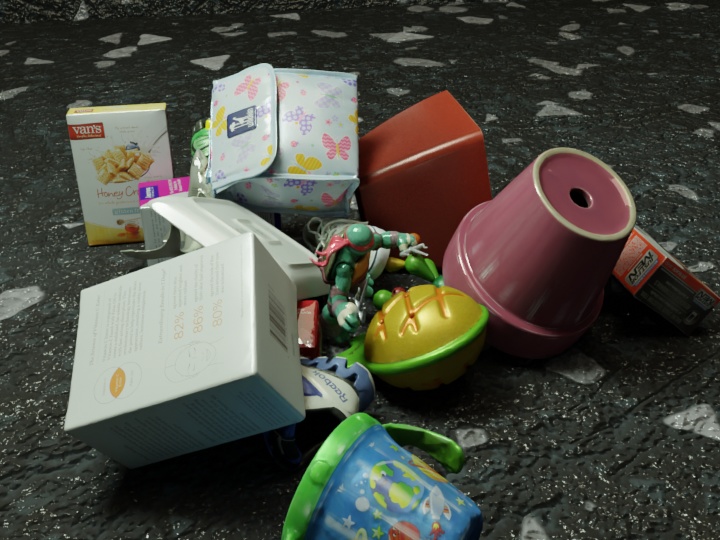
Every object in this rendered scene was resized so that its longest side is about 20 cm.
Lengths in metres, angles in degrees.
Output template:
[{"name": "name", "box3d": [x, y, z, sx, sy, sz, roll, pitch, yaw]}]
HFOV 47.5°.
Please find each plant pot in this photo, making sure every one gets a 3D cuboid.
[{"name": "plant pot", "box3d": [0.214, -0.031, 0.938, 0.195, 0.180, 0.204, 11, 51, -14]}, {"name": "plant pot", "box3d": [0.080, -0.114, 1.173, 0.172, 0.204, 0.201, -15, 29, -3]}]

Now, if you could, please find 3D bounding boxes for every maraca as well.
[{"name": "maraca", "box3d": [0.053, 0.078, 0.910, 0.197, 0.109, 0.137, -14, 14, 38]}]

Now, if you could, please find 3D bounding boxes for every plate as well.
[{"name": "plate", "box3d": [-0.128, -0.034, 0.969, 0.197, 0.033, 0.200, 35, 10, 11]}]

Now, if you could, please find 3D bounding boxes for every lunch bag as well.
[{"name": "lunch bag", "box3d": [-0.102, -0.171, 1.081, 0.194, 0.128, 0.174, 3, 66, -7]}]

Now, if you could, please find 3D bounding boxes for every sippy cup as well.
[{"name": "sippy cup", "box3d": [0.025, 0.205, 0.656, 0.128, 0.140, 0.180, 24, 75, 21]}]

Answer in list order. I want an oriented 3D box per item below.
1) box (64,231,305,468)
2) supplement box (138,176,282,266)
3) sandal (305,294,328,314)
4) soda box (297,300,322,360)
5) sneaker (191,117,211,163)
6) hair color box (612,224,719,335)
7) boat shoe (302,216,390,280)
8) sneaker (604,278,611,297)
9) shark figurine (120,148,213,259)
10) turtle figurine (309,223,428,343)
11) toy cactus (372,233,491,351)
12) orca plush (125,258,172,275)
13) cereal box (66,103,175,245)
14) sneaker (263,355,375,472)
[{"name": "box", "box3d": [-0.164, 0.080, 0.785, 0.196, 0.107, 0.155, -17, 54, 15]}, {"name": "supplement box", "box3d": [-0.219, -0.076, 1.196, 0.195, 0.106, 0.102, -10, 29, -13]}, {"name": "sandal", "box3d": [-0.067, 0.034, 1.050, 0.074, 0.044, 0.201, 0, 29, 3]}, {"name": "soda box", "box3d": [-0.142, 0.079, 0.925, 0.194, 0.071, 0.065, -1, 52, 2]}, {"name": "sneaker", "box3d": [-0.146, -0.155, 1.175, 0.194, 0.079, 0.087, 5, 62, -4]}, {"name": "hair color box", "box3d": [0.355, -0.014, 1.048, 0.110, 0.064, 0.201, 31, 19, -25]}, {"name": "boat shoe", "box3d": [-0.033, -0.041, 1.095, 0.084, 0.076, 0.201, 16, 6, -25]}, {"name": "sneaker", "box3d": [0.280, -0.025, 1.116, 0.086, 0.078, 0.199, -10, 29, -29]}, {"name": "shark figurine", "box3d": [-0.231, -0.048, 1.067, 0.087, 0.130, 0.216, -12, 32, 17]}, {"name": "turtle figurine", "box3d": [0.000, 0.000, 0.921, 0.100, 0.201, 0.150, 42, 65, 8]}, {"name": "toy cactus", "box3d": [0.120, 0.028, 1.019, 0.195, 0.104, 0.166, -5, 37, -25]}, {"name": "orca plush", "box3d": [-0.238, 0.024, 1.044, 0.104, 0.073, 0.198, -22, 35, -33]}, {"name": "cereal box", "box3d": [-0.347, -0.141, 1.214, 0.140, 0.205, 0.040, -5, 27, -7]}, {"name": "sneaker", "box3d": [-0.088, 0.135, 0.827, 0.194, 0.082, 0.116, 5, 27, 9]}]
